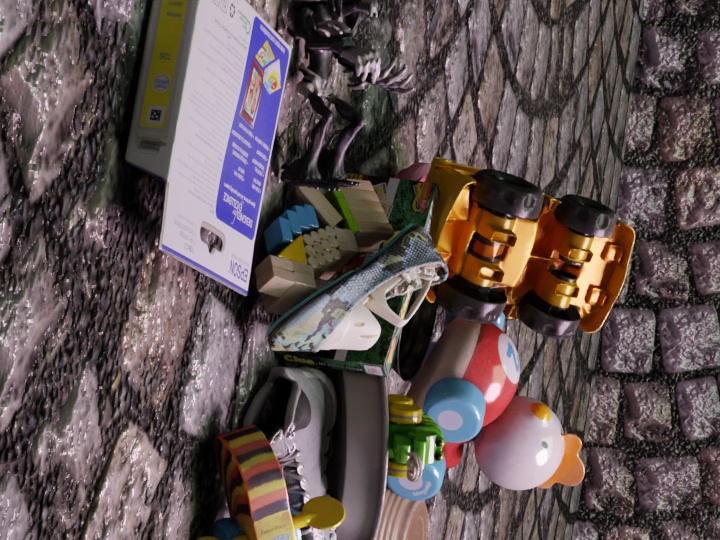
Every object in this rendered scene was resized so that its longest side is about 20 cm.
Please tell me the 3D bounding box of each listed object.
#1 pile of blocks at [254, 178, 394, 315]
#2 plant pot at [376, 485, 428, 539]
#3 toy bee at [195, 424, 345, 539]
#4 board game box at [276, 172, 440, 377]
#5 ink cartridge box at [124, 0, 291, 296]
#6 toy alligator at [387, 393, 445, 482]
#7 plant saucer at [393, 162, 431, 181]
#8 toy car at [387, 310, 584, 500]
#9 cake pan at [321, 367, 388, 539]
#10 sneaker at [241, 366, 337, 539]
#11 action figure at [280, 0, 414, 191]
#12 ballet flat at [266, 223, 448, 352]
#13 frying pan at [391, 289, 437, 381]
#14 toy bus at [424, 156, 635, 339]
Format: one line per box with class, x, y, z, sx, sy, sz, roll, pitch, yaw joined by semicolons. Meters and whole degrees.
pile of blocks;-0.049;-0.022;1.453;0.062;0.082;0.200;-41;176;35
plant pot;0.013;0.276;1.713;0.201;0.092;0.203;7;90;-73
toy bee;-0.065;0.230;1.364;0.130;0.108;0.201;-37;121;-15
board game box;0.000;0.000;1.522;0.024;0.104;0.202;75;27;-55
ink cartridge box;-0.111;-0.098;1.214;0.198;0.046;0.202;38;63;-73
toy alligator;0.050;0.150;1.460;0.200;0.054;0.060;-141;-126;-76
plant saucer;0.041;-0.013;1.749;0.200;0.050;0.203;8;90;-73
toy car;0.147;0.151;1.702;0.178;0.198;0.185;-60;-172;37
cake pan;-0.012;0.160;1.536;0.200;0.036;0.203;-177;-90;-79
sneaker;-0.071;0.178;1.442;0.115;0.074;0.203;30;59;-67
action figure;-0.011;-0.170;1.420;0.119;0.101;0.203;-5;104;-61
ballet flat;0.006;0.027;1.425;0.199;0.074;0.075;-37;136;-36
frying pan;0.038;0.078;1.645;0.116;0.031;0.191;83;27;-46
toy bus;0.142;-0.035;1.648;0.192;0.198;0.137;-126;-128;-65
